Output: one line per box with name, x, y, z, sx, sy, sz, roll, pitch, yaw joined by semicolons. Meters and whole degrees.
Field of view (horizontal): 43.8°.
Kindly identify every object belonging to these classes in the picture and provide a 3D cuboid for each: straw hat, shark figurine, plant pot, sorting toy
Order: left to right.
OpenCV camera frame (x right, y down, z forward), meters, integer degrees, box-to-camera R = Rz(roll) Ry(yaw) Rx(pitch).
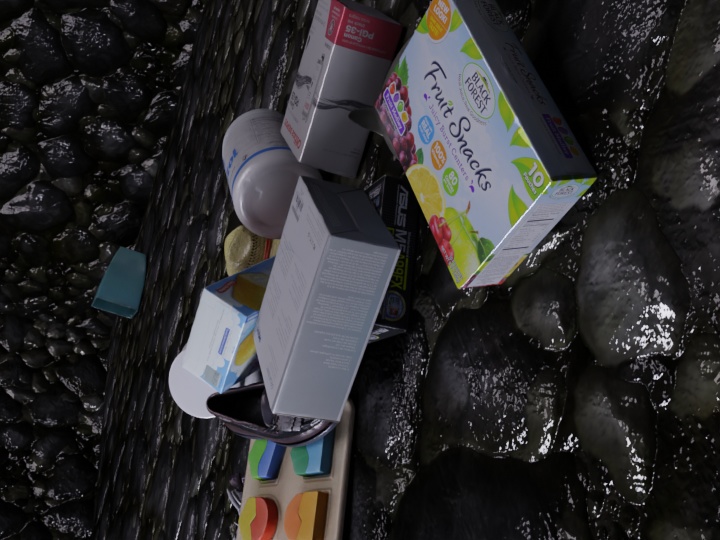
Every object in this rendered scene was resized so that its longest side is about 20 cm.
plant pot;-0.797;0.034;2.999;0.141;0.140;0.201;148;138;-63
straw hat;-0.173;-0.026;1.420;0.201;0.084;0.203;-168;90;-71
sorting toy;-0.083;0.247;1.017;0.184;0.036;0.202;-18;61;44
shark figurine;0.034;-0.151;0.935;0.215;0.089;0.129;-104;31;-53

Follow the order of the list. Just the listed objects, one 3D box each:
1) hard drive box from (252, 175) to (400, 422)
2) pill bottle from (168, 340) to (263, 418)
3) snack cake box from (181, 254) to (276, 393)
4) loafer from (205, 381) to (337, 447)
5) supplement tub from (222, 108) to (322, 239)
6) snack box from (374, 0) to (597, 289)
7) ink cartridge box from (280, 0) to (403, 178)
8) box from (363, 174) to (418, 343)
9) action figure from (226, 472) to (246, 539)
hard drive box;-0.043;0.027;0.926;0.156;0.076;0.201;-117;42;-59
pill bottle;-0.182;0.131;1.216;0.200;0.115;0.117;-24;-52;-82
snack cake box;-0.122;0.055;1.101;0.200;0.067;0.116;-30;-34;-56
loafer;-0.103;0.159;1.017;0.199;0.063;0.072;-13;57;47
supplement tub;-0.131;-0.144;1.308;0.200;0.131;0.133;-116;42;-59
snack box;0.091;-0.108;0.723;0.142;0.053;0.201;-54;50;46
ink cartridge box;-0.029;-0.240;1.152;0.147;0.082;0.201;-122;47;-62
box;0.000;0.000;1.001;0.200;0.044;0.162;151;127;-65
action figure;-0.129;0.264;1.156;0.130;0.069;0.201;110;176;-79
